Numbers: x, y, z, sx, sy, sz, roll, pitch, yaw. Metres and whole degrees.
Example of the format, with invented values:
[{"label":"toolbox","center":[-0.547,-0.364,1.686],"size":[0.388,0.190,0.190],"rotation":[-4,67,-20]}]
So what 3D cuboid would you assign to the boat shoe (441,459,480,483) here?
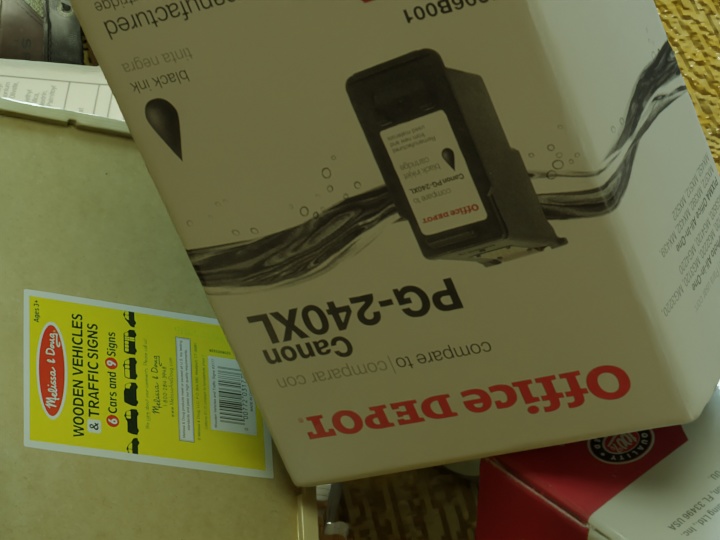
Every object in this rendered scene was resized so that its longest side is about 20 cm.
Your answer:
[{"label":"boat shoe","center":[0.000,0.000,0.894],"size":[0.200,0.066,0.074],"rotation":[30,48,30]}]

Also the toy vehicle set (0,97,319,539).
[{"label":"toy vehicle set","center":[-0.077,0.041,0.790],"size":[0.124,0.027,0.200],"rotation":[11,57,-23]}]

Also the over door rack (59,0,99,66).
[{"label":"over door rack","center":[-0.128,-0.146,0.941],"size":[0.148,0.200,0.067],"rotation":[-24,-9,30]}]

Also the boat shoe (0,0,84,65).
[{"label":"boat shoe","center":[-0.138,-0.157,1.076],"size":[0.066,0.072,0.201],"rotation":[11,51,-8]}]

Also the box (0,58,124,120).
[{"label":"box","center":[-0.182,-0.025,0.891],"size":[0.200,0.078,0.095],"rotation":[6,63,6]}]

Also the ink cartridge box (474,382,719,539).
[{"label":"ink cartridge box","center":[0.156,0.100,0.765],"size":[0.146,0.083,0.200],"rotation":[-31,49,-33]}]

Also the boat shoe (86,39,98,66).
[{"label":"boat shoe","center":[-0.085,-0.164,1.029],"size":[0.073,0.200,0.063],"rotation":[-15,-15,41]}]

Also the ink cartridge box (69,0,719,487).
[{"label":"ink cartridge box","center":[0.017,-0.043,0.742],"size":[0.145,0.200,0.083],"rotation":[-12,23,29]}]

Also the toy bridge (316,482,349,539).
[{"label":"toy bridge","center":[-0.102,0.075,0.832],"size":[0.200,0.027,0.067],"rotation":[8,43,8]}]
